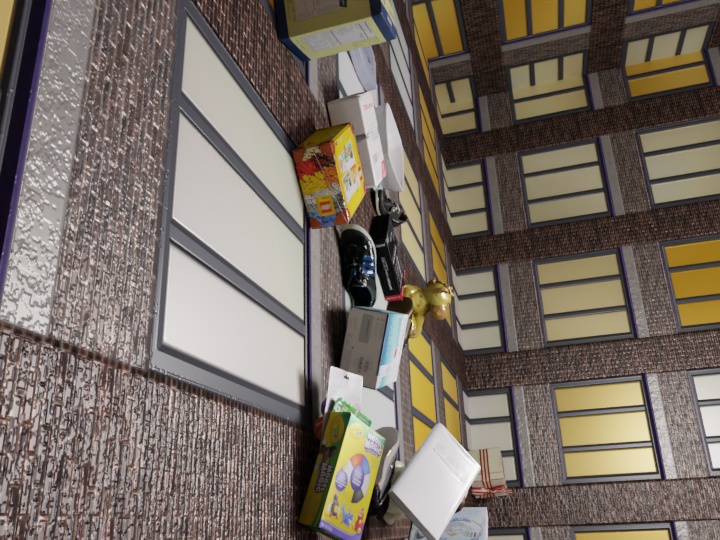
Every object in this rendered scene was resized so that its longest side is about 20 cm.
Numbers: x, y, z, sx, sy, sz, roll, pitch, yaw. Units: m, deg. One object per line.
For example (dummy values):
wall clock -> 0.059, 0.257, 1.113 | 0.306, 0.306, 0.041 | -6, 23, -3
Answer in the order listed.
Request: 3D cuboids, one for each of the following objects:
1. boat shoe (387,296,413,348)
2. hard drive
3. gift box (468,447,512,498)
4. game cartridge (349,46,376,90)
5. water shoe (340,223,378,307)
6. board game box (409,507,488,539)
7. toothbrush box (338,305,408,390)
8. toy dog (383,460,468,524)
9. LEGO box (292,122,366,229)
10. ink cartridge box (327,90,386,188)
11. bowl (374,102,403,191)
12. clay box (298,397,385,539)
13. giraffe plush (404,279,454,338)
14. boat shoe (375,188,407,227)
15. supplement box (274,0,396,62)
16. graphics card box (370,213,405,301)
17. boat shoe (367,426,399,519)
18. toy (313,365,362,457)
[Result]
boat shoe -> 0.103, 0.142, 1.727 | 0.201, 0.071, 0.066 | -67, 157, -57
hard drive -> 0.155, 0.430, 1.315 | 0.132, 0.026, 0.200 | 46, 49, 2
gift box -> 0.615, 0.980, 3.053 | 0.189, 0.181, 0.202 | -85, 155, -46
game cartridge -> 0.003, -0.600, 1.773 | 0.201, 0.040, 0.136 | 56, 26, -60
water shoe -> 0.000, 0.000, 1.372 | 0.079, 0.070, 0.204 | -70, 148, -58
board game box -> 0.225, 0.684, 1.637 | 0.199, 0.195, 0.044 | -55, 137, -68
toothbrush box -> 0.029, 0.154, 1.307 | 0.200, 0.083, 0.150 | 21, 80, -75
toy dog -> 0.139, 0.470, 1.414 | 0.195, 0.195, 0.142 | 60, 25, -56
LEGO box -> -0.054, -0.188, 1.243 | 0.201, 0.075, 0.152 | -65, 144, -65
ink cartridge box -> -0.005, -0.302, 1.484 | 0.146, 0.083, 0.205 | -58, 140, -68
bowl -> 0.067, -0.342, 1.808 | 0.201, 0.073, 0.204 | 60, 27, -56
clay box -> -0.021, 0.317, 1.022 | 0.115, 0.047, 0.204 | 45, 53, -43
giraffe plush -> 0.201, 0.095, 1.924 | 0.173, 0.158, 0.205 | -62, 142, -66
boat shoe -> 0.084, -0.179, 1.810 | 0.200, 0.066, 0.074 | 46, 40, -64
supplement box -> -0.050, -0.527, 1.194 | 0.134, 0.195, 0.205 | -4, 87, -76
graphics card box -> 0.075, -0.033, 1.725 | 0.127, 0.050, 0.203 | -79, 158, -51
boat shoe -> 0.037, 0.417, 1.324 | 0.200, 0.073, 0.095 | -52, 140, -60
toy -> -0.048, 0.271, 1.074 | 0.115, 0.046, 0.205 | 32, 58, -58
